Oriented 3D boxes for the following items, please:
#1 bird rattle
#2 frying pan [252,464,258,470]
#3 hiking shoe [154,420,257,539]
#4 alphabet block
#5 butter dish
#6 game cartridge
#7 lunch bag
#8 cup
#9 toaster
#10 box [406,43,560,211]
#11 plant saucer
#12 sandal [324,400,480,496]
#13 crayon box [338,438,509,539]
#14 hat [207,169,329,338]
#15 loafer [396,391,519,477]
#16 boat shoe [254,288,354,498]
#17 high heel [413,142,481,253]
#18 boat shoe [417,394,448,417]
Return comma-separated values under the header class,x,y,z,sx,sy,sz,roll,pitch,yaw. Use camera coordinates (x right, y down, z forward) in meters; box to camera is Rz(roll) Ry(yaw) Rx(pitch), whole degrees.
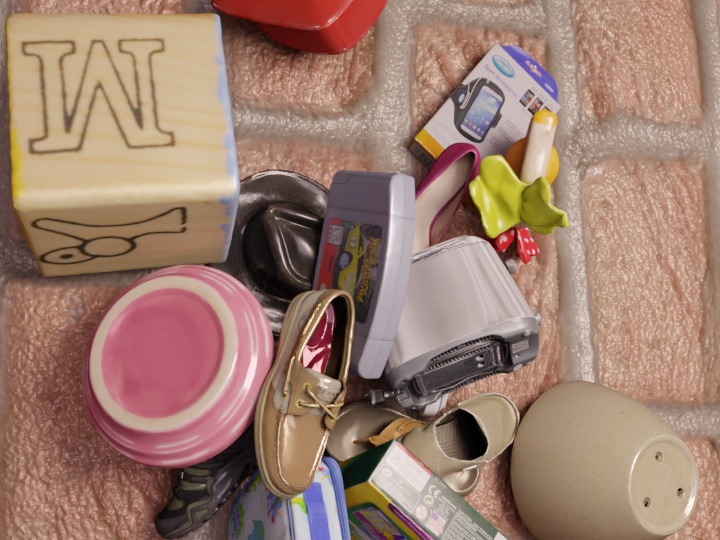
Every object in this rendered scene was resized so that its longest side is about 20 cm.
class,x,y,z,sx,sy,sz,roll,pitch,yaw
bird rattle,0.197,-0.094,0.935,0.111,0.200,0.166,16,88,16
frying pan,-0.073,0.145,0.859,0.115,0.031,0.190,43,111,-4
hiking shoe,-0.158,0.185,0.840,0.101,0.076,0.200,42,101,3
alphabet block,-0.235,-0.121,0.817,0.196,0.196,0.200,-5,70,-16
butter dish,-0.038,-0.324,0.946,0.198,0.148,0.201,22,71,34
game cartridge,0.000,0.000,0.830,0.040,0.132,0.204,8,92,-37
lunch bag,-0.065,0.292,0.788,0.081,0.162,0.203,10,46,-27
cup,0.290,0.229,0.913,0.196,0.143,0.205,3,84,-25
toaster,0.084,0.055,0.858,0.197,0.114,0.131,-22,59,3
box,0.163,-0.188,1.023,0.119,0.041,0.201,42,71,-5
plant saucer,-0.183,0.085,0.790,0.196,0.051,0.205,-3,68,8
sandal,0.053,0.203,0.920,0.197,0.054,0.082,23,76,-10
crayon box,0.060,0.273,0.845,0.199,0.172,0.058,42,60,-4
hat,-0.076,-0.025,0.911,0.196,0.081,0.205,2,81,-13
loafer,0.121,0.184,0.901,0.198,0.068,0.077,-15,76,-44
boat shoe,-0.048,0.109,0.764,0.073,0.066,0.204,23,63,-34
high heel,0.075,-0.054,0.931,0.067,0.096,0.202,35,91,-4
boat shoe,0.115,0.074,0.948,0.064,0.074,0.204,16,78,-7
